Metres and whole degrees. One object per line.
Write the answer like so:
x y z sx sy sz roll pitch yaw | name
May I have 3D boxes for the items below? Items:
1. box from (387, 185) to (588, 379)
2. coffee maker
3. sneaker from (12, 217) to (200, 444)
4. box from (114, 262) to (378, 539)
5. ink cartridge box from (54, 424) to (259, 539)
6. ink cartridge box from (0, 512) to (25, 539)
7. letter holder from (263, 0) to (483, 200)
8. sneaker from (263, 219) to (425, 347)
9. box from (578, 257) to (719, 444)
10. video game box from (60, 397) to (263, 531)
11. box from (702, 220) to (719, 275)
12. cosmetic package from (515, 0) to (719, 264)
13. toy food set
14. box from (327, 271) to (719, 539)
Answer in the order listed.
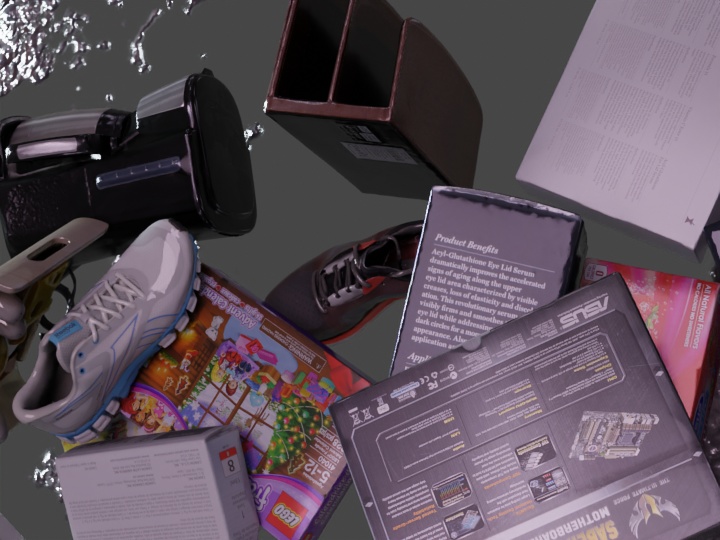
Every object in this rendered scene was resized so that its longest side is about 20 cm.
0.086 0.057 0.884 0.103 0.148 0.203 12 86 13 | box
-0.194 -0.057 1.101 0.197 0.135 0.195 -9 109 20 | coffee maker
-0.198 0.046 0.992 0.075 0.086 0.201 34 94 26 | sneaker
-0.082 0.104 1.003 0.199 0.039 0.138 33 91 24 | box
-0.143 0.226 0.988 0.161 0.050 0.203 -11 96 33 | ink cartridge box
-0.321 0.255 1.041 0.116 0.068 0.202 38 127 24 | ink cartridge box
0.024 -0.150 0.982 0.099 0.200 0.144 8 79 23 | letter holder
0.000 0.000 1.020 0.198 0.082 0.078 -23 70 15 | sneaker
0.192 0.104 0.911 0.098 0.095 0.203 11 82 22 | box
-0.147 0.143 1.065 0.198 0.047 0.184 -29 66 13 | video game box
0.353 0.038 0.858 0.180 0.104 0.202 -24 69 16 | box
0.229 -0.127 0.977 0.150 0.052 0.202 24 87 27 | cosmetic package
-0.269 0.062 1.017 0.060 0.144 0.201 32 119 5 | toy food set
0.098 0.115 0.758 0.198 0.048 0.160 -26 67 8 | box
